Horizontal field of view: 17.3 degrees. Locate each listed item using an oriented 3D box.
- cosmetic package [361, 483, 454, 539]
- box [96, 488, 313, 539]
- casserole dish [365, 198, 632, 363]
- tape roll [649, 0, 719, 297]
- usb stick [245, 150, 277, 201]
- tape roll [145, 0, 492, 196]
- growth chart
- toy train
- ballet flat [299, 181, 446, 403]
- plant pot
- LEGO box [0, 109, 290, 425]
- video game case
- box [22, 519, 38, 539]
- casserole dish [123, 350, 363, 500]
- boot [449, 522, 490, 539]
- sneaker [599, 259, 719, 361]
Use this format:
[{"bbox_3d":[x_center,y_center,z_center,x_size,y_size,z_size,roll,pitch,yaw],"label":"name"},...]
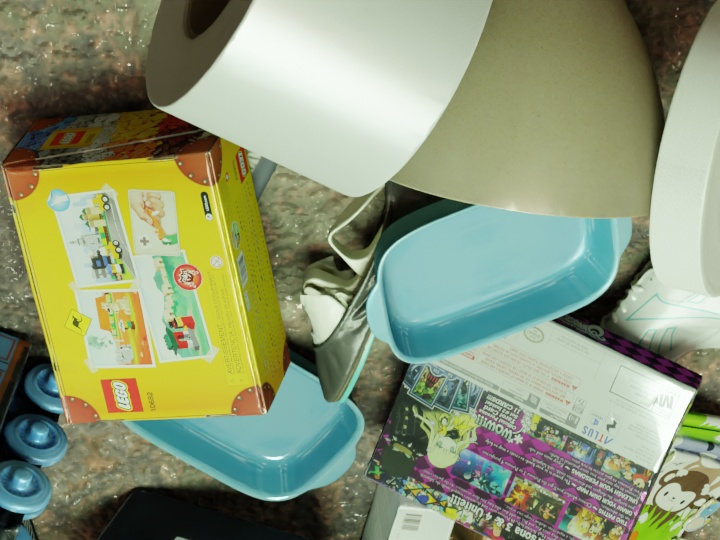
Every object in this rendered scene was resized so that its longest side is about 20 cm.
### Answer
[{"bbox_3d":[0.030,0.227,1.847,0.050,0.083,0.201,6,130,-11],"label":"cosmetic package"},{"bbox_3d":[-0.101,0.299,1.820,0.199,0.123,0.199,13,136,27],"label":"box"},{"bbox_3d":[0.090,-0.011,1.628,0.199,0.039,0.122,-20,130,-10],"label":"casserole dish"},{"bbox_3d":[0.238,-0.083,1.533,0.037,0.203,0.204,16,133,21],"label":"tape roll"},{"bbox_3d":[-0.092,-0.062,1.630,0.055,0.033,0.201,18,126,-17],"label":"usb stick"},{"bbox_3d":[-0.025,-0.163,1.442,0.139,0.203,0.203,24,124,-22],"label":"tape roll"},{"bbox_3d":[0.231,0.181,1.836,0.144,0.018,0.201,5,127,-36],"label":"growth chart"},{"bbox_3d":[-0.268,0.126,1.673,0.114,0.201,0.087,20,127,-6],"label":"toy train"},{"bbox_3d":[0.000,0.000,1.670,0.068,0.068,0.201,24,113,-10],"label":"ballet flat"},{"bbox_3d":[0.106,-0.123,1.509,0.199,0.200,0.135,6,105,-9],"label":"plant pot"},{"bbox_3d":[-0.142,-0.001,1.601,0.148,0.077,0.201,-3,116,15],"label":"LEGO box"},{"bbox_3d":[0.123,0.113,1.712,0.199,0.036,0.182,25,114,10],"label":"video game case"},{"bbox_3d":[-0.331,0.218,1.836,0.156,0.050,0.201,-7,130,3],"label":"box"},{"bbox_3d":[-0.090,0.095,1.747,0.199,0.039,0.121,31,118,-27],"label":"casserole dish"},{"bbox_3d":[0.125,0.170,1.823,0.106,0.075,0.201,-5,128,-23],"label":"boot"},{"bbox_3d":[0.212,0.032,1.716,0.199,0.071,0.081,-25,107,17],"label":"sneaker"}]
